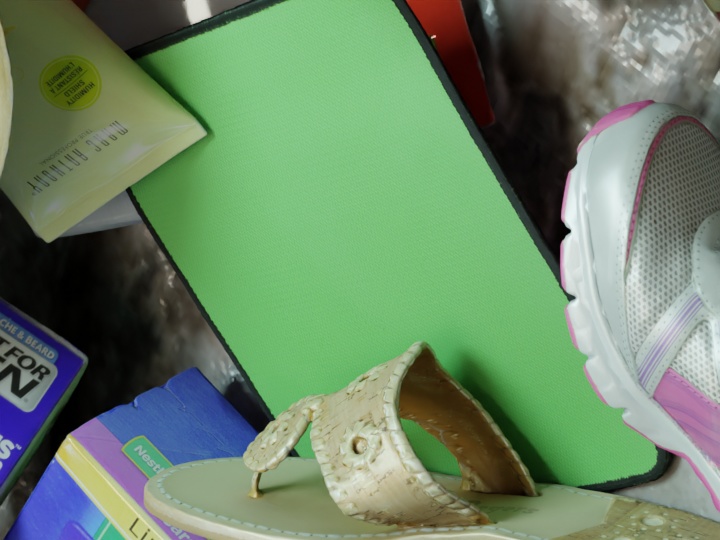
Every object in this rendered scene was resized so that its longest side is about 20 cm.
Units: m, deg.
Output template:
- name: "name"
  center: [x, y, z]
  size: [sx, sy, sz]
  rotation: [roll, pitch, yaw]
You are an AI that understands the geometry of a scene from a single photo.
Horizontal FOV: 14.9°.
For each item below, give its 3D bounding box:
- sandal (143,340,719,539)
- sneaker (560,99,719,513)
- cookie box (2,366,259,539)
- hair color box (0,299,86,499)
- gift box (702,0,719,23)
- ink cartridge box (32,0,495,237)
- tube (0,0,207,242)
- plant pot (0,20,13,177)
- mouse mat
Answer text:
- name: "sandal"
  center: [0.029, 0.058, 0.901]
  size: [0.211, 0.078, 0.070]
  rotation: [10, 110, 24]
- name: "sneaker"
  center: [0.133, 0.035, 0.807]
  size: [0.088, 0.081, 0.201]
  rotation: [-26, 96, 43]
- name: "cookie box"
  center: [-0.067, 0.164, 1.023]
  size: [0.171, 0.075, 0.200]
  rotation: [45, 130, 13]
- name: "hair color box"
  center: [-0.184, 0.108, 1.008]
  size: [0.065, 0.200, 0.109]
  rotation: [32, 158, -3]
- name: "gift box"
  center: [0.144, -0.149, 0.644]
  size: [0.187, 0.200, 0.185]
  rotation: [-40, 73, 44]
- name: "ink cartridge box"
  center: [-0.060, -0.103, 0.944]
  size: [0.200, 0.050, 0.163]
  rotation: [-9, 100, 47]
- name: "tube"
  center: [-0.141, -0.097, 0.897]
  size: [0.200, 0.052, 0.058]
  rotation: [49, 161, -20]
- name: "plant pot"
  center: [-0.207, -0.068, 0.873]
  size: [0.199, 0.028, 0.201]
  rotation: [2, 121, 4]
- name: "mouse mat"
  center: [0.000, 0.000, 0.917]
  size: [0.161, 0.008, 0.200]
  rotation: [-15, 112, 44]
